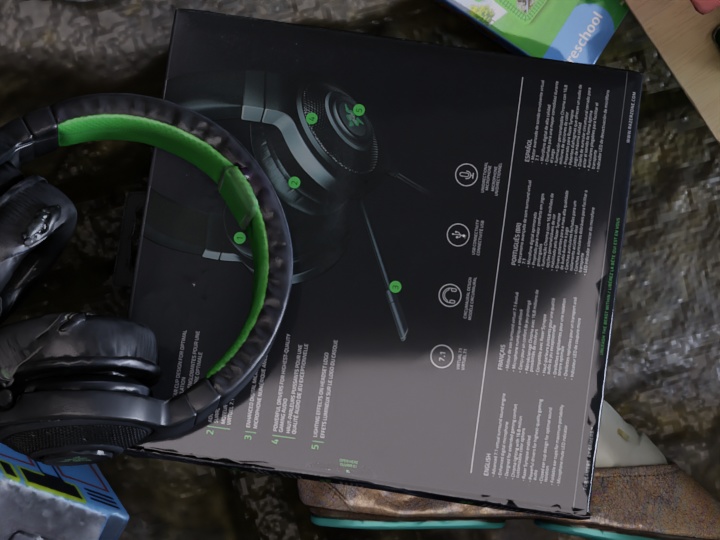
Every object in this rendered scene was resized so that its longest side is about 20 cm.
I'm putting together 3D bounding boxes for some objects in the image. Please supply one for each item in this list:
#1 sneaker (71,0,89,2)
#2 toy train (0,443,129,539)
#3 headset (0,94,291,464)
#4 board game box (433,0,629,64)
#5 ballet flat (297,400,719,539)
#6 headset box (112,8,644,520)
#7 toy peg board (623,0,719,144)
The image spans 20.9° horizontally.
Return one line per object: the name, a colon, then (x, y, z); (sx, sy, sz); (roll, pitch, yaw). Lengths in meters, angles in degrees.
sneaker: (-0.085, -0.203, 0.743); (0.130, 0.080, 0.201); (5, 120, 33)
toy train: (-0.191, 0.074, 0.762); (0.200, 0.114, 0.087); (27, 98, -38)
headset: (-0.117, 0.014, 0.679); (0.199, 0.094, 0.124); (-31, 82, -13)
board game box: (0.047, -0.193, 0.817); (0.199, 0.037, 0.152); (32, 93, -8)
ballet flat: (0.074, 0.083, 0.843); (0.199, 0.068, 0.068); (5, 88, -9)
headset box: (0.000, 0.000, 0.779); (0.199, 0.093, 0.175); (7, 83, 1)
toy peg board: (0.175, -0.173, 0.747); (0.200, 0.098, 0.200); (-34, 101, 11)
